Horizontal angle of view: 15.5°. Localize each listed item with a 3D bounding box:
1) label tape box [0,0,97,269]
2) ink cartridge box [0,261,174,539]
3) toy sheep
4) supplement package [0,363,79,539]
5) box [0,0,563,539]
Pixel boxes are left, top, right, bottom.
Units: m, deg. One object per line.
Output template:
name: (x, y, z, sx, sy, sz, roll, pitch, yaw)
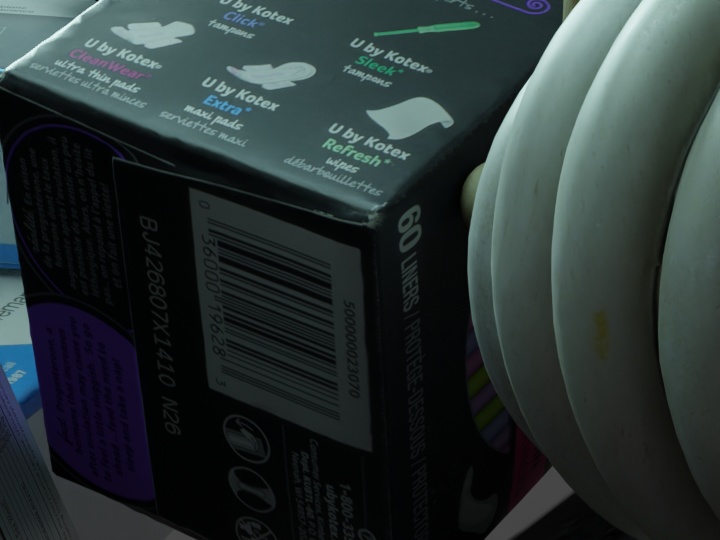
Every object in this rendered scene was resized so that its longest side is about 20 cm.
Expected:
label tape box: (-0.095, -0.063, 0.834, 0.142, 0.066, 0.200, 4, 23, 7)
ink cartridge box: (-0.165, 0.045, 0.757, 0.199, 0.085, 0.146, 8, 23, 19)
toy sheep: (0.082, -0.007, 0.463, 0.138, 0.138, 0.200, -29, 20, -22)
supplement package: (-0.190, 0.080, 0.566, 0.190, 0.148, 0.200, -18, 18, 17)
box: (0.020, -0.030, 0.639, 0.106, 0.123, 0.200, 21, 44, 28)
